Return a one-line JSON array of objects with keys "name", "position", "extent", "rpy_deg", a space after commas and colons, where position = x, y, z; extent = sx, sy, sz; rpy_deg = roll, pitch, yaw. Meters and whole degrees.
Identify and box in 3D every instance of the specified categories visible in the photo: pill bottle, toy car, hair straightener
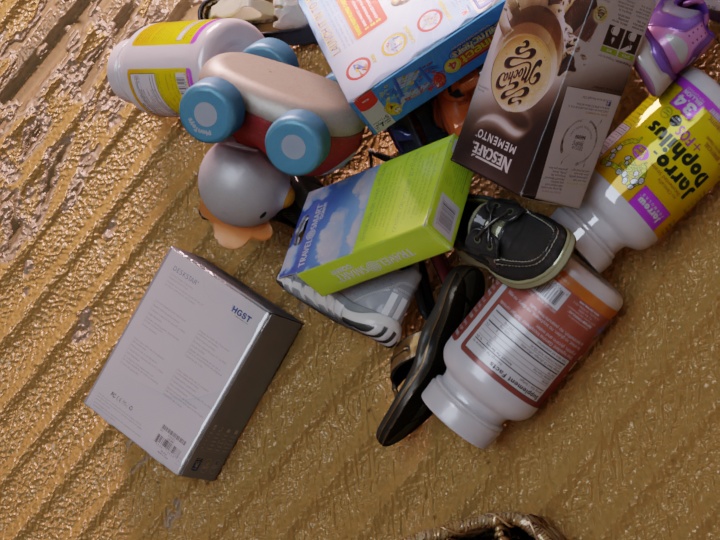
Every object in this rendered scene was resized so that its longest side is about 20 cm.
[{"name": "pill bottle", "position": [-0.195, -0.222, 1.795], "extent": [0.199, 0.104, 0.105], "rpy_deg": [7, 81, 47]}, {"name": "toy car", "position": [-0.095, -0.107, 1.654], "extent": [0.176, 0.184, 0.201], "rpy_deg": [21, 118, 10]}, {"name": "pill bottle", "position": [0.153, 0.071, 1.575], "extent": [0.112, 0.112, 0.200], "rpy_deg": [43, 99, 27]}, {"name": "pill bottle", "position": [0.273, -0.092, 1.543], "extent": [0.200, 0.104, 0.104], "rpy_deg": [-45, 63, 4]}, {"name": "hair straightener", "position": [0.039, -0.035, 1.694], "extent": [0.077, 0.041, 0.201], "rpy_deg": [-29, 73, 19]}]

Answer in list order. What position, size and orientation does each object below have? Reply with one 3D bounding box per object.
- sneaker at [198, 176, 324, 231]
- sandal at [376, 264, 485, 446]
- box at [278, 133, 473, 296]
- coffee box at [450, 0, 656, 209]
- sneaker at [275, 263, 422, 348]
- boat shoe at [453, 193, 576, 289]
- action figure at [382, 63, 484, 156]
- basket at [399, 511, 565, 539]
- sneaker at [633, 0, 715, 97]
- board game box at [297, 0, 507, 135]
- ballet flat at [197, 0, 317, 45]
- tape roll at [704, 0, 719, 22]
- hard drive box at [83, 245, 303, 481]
[{"name": "sneaker", "position": [-0.099, -0.069, 1.757], "extent": [0.199, 0.076, 0.114], "rpy_deg": [44, 101, 31]}, {"name": "sandal", "position": [0.061, 0.081, 1.626], "extent": [0.054, 0.082, 0.201], "rpy_deg": [28, 105, 29]}, {"name": "box", "position": [0.016, -0.050, 1.597], "extent": [0.199, 0.048, 0.122], "rpy_deg": [-20, 40, 41]}, {"name": "coffee box", "position": [0.173, -0.170, 1.479], "extent": [0.113, 0.079, 0.201], "rpy_deg": [32, 107, 50]}, {"name": "sneaker", "position": [0.000, 0.000, 1.677], "extent": [0.200, 0.075, 0.116], "rpy_deg": [25, 84, 50]}, {"name": "boat shoe", "position": [0.128, -0.034, 1.535], "extent": [0.072, 0.066, 0.201], "rpy_deg": [-57, 25, -5]}, {"name": "action figure", "position": [0.101, -0.135, 1.646], "extent": [0.104, 0.201, 0.193], "rpy_deg": [-37, 28, -31]}, {"name": "basket", "position": [0.139, 0.327, 1.504], "extent": [0.142, 0.149, 0.201], "rpy_deg": [-24, 68, 20]}, {"name": "sneaker", "position": [0.288, -0.232, 1.548], "extent": [0.088, 0.200, 0.081], "rpy_deg": [-35, 109, 13]}, {"name": "board game box", "position": [0.051, -0.261, 1.594], "extent": [0.195, 0.056, 0.201], "rpy_deg": [-33, 47, 10]}, {"name": "ballet flat", "position": [-0.096, -0.287, 1.805], "extent": [0.199, 0.073, 0.074], "rpy_deg": [1, 79, 27]}, {"name": "tape roll", "position": [0.306, -0.302, 1.530], "extent": [0.199, 0.200, 0.066], "rpy_deg": [29, 92, 29]}, {"name": "hard drive box", "position": [-0.182, 0.101, 1.757], "extent": [0.155, 0.077, 0.201], "rpy_deg": [33, 95, 28]}]
